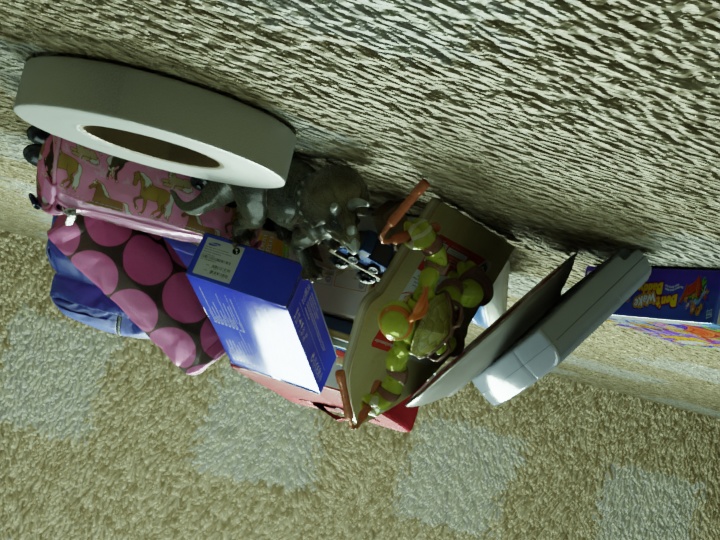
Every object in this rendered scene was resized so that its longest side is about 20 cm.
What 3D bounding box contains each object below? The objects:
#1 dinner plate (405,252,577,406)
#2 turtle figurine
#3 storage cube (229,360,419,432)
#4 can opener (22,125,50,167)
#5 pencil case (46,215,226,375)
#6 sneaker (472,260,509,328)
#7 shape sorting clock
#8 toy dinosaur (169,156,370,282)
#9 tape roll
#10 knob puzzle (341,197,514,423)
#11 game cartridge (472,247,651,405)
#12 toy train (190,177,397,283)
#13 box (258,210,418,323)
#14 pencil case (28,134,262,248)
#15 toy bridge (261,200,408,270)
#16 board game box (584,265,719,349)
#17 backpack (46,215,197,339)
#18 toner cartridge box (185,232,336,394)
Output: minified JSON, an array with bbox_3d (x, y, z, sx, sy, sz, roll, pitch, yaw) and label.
[{"bbox_3d":[0.119,0.058,1.238,0.024,0.200,0.200,47,177,4],"label":"dinner plate"},{"bbox_3d":[0.055,0.028,1.122,0.064,0.202,0.161,18,-169,24],"label":"turtle figurine"},{"bbox_3d":[-0.019,0.062,1.605,0.169,0.202,0.180,12,168,23],"label":"storage cube"},{"bbox_3d":[-0.207,-0.090,1.288,0.198,0.079,0.064,18,-147,-12],"label":"can opener"},{"bbox_3d":[-0.199,0.004,1.344,0.200,0.091,0.094,49,179,-11],"label":"pencil case"},{"bbox_3d":[0.096,0.021,1.463,0.110,0.078,0.200,4,-179,4],"label":"sneaker"},{"bbox_3d":[-0.014,0.073,1.388,0.198,0.040,0.200,14,174,1],"label":"shape sorting clock"},{"bbox_3d":[-0.060,-0.057,1.117,0.199,0.103,0.077,25,-135,29],"label":"toy dinosaur"},{"bbox_3d":[-0.145,-0.103,1.008,0.201,0.037,0.203,14,176,1],"label":"tape roll"},{"bbox_3d":[0.040,0.040,1.219,0.030,0.221,0.219,34,-175,28],"label":"knob puzzle"},{"bbox_3d":[0.161,0.055,1.204,0.041,0.133,0.200,52,162,5],"label":"game cartridge"},{"bbox_3d":[-0.051,-0.046,1.183,0.199,0.034,0.046,29,144,-12],"label":"toy train"},{"bbox_3d":[0.000,0.000,1.360,0.198,0.103,0.112,11,174,35],"label":"box"},{"bbox_3d":[-0.175,-0.066,1.203,0.198,0.088,0.083,14,-178,-25],"label":"pencil case"},{"bbox_3d":[-0.030,-0.035,1.281,0.199,0.027,0.068,7,128,46],"label":"toy bridge"},{"bbox_3d":[0.302,0.036,1.244,0.133,0.045,0.200,16,174,-23],"label":"board game box"},{"bbox_3d":[-0.215,-0.012,1.490,0.198,0.170,0.163,12,-178,1],"label":"backpack"},{"bbox_3d":[-0.082,0.041,1.236,0.094,0.043,0.200,19,158,15],"label":"toner cartridge box"}]
